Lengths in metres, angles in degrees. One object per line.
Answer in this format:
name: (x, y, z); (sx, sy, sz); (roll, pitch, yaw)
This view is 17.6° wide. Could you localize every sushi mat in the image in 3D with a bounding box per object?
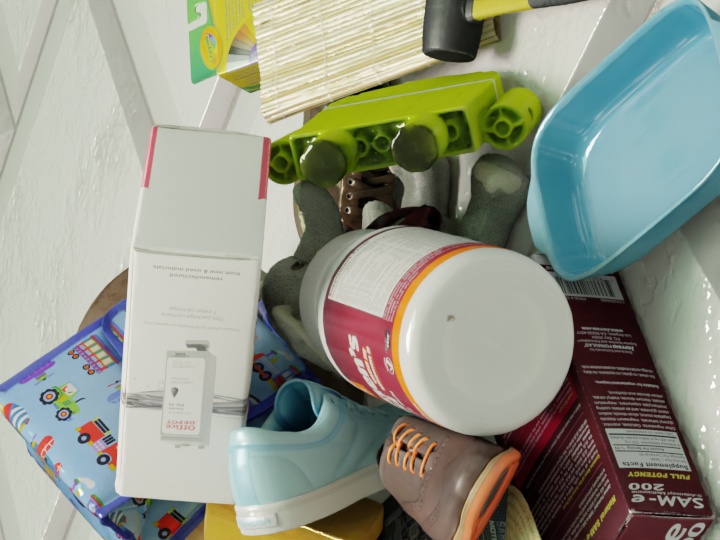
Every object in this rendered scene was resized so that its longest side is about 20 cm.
sushi mat: (0.009, -0.177, 1.646); (0.200, 0.012, 0.096); (-18, 69, 29)

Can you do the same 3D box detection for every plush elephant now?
plush elephant: (0.000, 0.000, 1.582); (0.165, 0.155, 0.200); (32, 114, 62)

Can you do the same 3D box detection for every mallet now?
mallet: (0.110, -0.187, 1.516); (0.200, 0.041, 0.066); (-15, 68, 53)

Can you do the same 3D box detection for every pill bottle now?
pill bottle: (0.039, 0.030, 1.408); (0.200, 0.109, 0.110); (-163, 80, -67)

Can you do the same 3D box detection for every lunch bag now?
lunch bag: (-0.132, 0.091, 1.647); (0.151, 0.200, 0.094); (41, 164, 36)

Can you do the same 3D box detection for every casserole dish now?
casserole dish: (0.169, -0.072, 1.359); (0.200, 0.039, 0.121); (-42, 47, 45)

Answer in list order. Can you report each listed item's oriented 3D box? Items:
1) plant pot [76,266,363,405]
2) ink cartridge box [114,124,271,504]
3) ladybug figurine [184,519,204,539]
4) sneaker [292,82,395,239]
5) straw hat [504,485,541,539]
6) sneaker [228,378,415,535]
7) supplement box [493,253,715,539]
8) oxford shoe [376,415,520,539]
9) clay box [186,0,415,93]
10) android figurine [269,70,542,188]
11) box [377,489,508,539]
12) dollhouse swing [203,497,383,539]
plant pot: (-0.094, 0.091, 1.762); (0.174, 0.200, 0.201); (7, 92, 47)
ink cartridge box: (-0.108, 0.029, 1.498); (0.147, 0.083, 0.200); (-90, 6, -54)
ladybug figurine: (-0.106, 0.234, 1.699); (0.072, 0.136, 0.200); (-118, 8, -61)
sneaker: (-0.005, -0.084, 1.713); (0.076, 0.070, 0.200); (-33, 57, 55)
straw hat: (0.074, 0.234, 1.372); (0.201, 0.085, 0.201); (167, 90, -85)
sneaker: (-0.015, 0.103, 1.497); (0.074, 0.200, 0.082); (-6, 100, 31)
supplement box: (0.135, 0.099, 1.390); (0.109, 0.061, 0.200); (118, 148, -41)
oxford shoe: (0.044, 0.124, 1.386); (0.071, 0.072, 0.200); (-58, 2, -10)
clay box: (-0.038, -0.208, 1.724); (0.200, 0.048, 0.115); (-16, 67, 31)
android figurine: (0.029, -0.094, 1.535); (0.200, 0.182, 0.041); (-47, -54, -72)
box: (0.054, 0.239, 1.546); (0.158, 0.051, 0.200); (130, 139, -51)
dollhouse swing: (-0.016, 0.231, 1.586); (0.181, 0.176, 0.200); (15, 110, 35)
